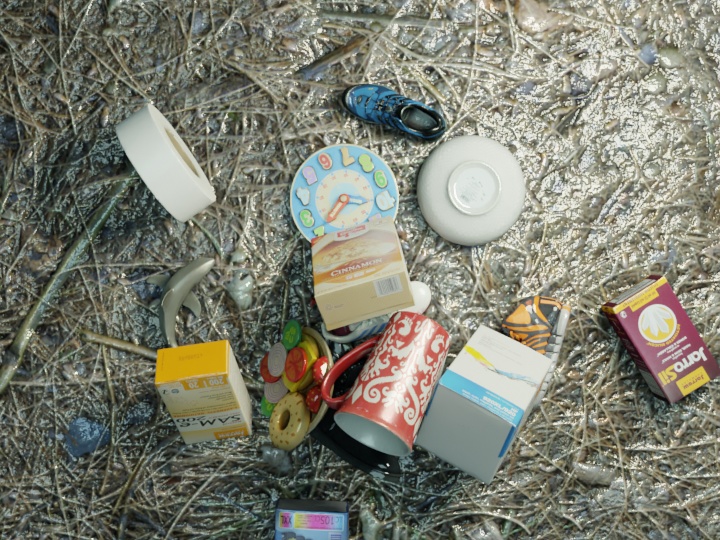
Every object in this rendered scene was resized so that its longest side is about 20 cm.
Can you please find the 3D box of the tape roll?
[{"bbox_3d":[-0.335,-0.185,1.533,0.071,0.202,0.203,-34,90,2],"label":"tape roll"}]

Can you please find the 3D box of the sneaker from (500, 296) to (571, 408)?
[{"bbox_3d":[0.301,0.141,1.597,0.111,0.078,0.201,16,96,15],"label":"sneaker"}]

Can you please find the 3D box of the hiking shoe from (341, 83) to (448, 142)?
[{"bbox_3d":[0.062,-0.289,1.579,0.199,0.087,0.075,17,91,1],"label":"hiking shoe"}]

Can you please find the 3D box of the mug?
[{"bbox_3d":[0.040,0.167,1.423,0.177,0.134,0.201,26,65,5],"label":"mug"}]

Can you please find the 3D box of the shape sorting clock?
[{"bbox_3d":[-0.029,-0.130,1.607,0.198,0.039,0.202,0,91,1],"label":"shape sorting clock"}]

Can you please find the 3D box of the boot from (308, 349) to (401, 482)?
[{"bbox_3d":[0.015,0.241,1.500,0.199,0.076,0.169,26,92,38],"label":"boot"}]

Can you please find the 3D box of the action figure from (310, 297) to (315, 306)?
[{"bbox_3d":[0.011,0.057,1.584,0.198,0.099,0.066,9,94,-2],"label":"action figure"}]

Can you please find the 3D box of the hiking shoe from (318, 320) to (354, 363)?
[{"bbox_3d":[-0.037,0.179,1.595,0.100,0.076,0.202,9,90,4],"label":"hiking shoe"}]

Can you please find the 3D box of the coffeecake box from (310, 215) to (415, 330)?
[{"bbox_3d":[0.000,0.000,1.504,0.152,0.200,0.073,-16,120,4],"label":"coffeecake box"}]

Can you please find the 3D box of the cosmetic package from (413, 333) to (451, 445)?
[{"bbox_3d":[0.096,0.197,1.576,0.081,0.113,0.201,17,90,1],"label":"cosmetic package"}]

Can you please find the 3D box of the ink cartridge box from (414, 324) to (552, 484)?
[{"bbox_3d":[0.210,0.220,1.496,0.144,0.200,0.148,27,127,16],"label":"ink cartridge box"}]

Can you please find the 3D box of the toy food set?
[{"bbox_3d":[-0.116,0.195,1.556,0.048,0.198,0.201,12,121,-36],"label":"toy food set"}]

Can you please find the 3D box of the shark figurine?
[{"bbox_3d":[-0.337,0.080,1.595,0.127,0.090,0.216,4,89,2],"label":"shark figurine"}]

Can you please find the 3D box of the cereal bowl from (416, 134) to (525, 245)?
[{"bbox_3d":[0.200,-0.144,1.582,0.198,0.083,0.202,0,91,0],"label":"cereal bowl"}]

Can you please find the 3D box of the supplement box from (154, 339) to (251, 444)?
[{"bbox_3d":[-0.269,0.215,1.542,0.125,0.201,0.074,-9,49,2],"label":"supplement box"}]

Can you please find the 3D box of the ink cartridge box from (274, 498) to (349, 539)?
[{"bbox_3d":[-0.090,0.523,1.604,0.135,0.076,0.202,2,93,1],"label":"ink cartridge box"}]

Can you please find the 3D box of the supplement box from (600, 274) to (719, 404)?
[{"bbox_3d":[0.533,0.121,1.578,0.110,0.086,0.201,-32,91,1],"label":"supplement box"}]

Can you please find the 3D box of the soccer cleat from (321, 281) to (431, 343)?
[{"bbox_3d":[0.024,0.076,1.505,0.199,0.086,0.070,-24,80,18],"label":"soccer cleat"}]
